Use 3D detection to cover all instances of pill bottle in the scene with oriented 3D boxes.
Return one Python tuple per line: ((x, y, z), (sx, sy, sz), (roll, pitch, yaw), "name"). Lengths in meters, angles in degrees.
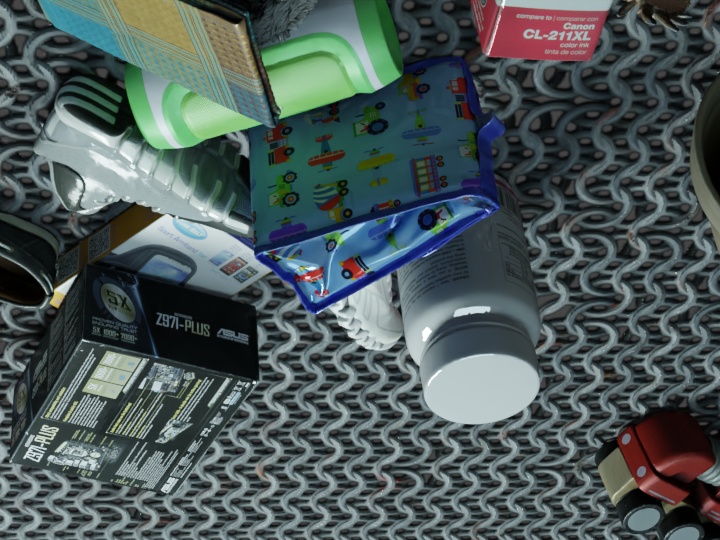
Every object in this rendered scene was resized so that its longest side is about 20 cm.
((0.089, 0.020, 1.392), (0.113, 0.200, 0.114), (-3, 139, -3), "pill bottle")

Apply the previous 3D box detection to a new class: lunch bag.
((0.018, -0.082, 1.304), (0.200, 0.151, 0.094), (-24, 137, 20), "lunch bag")

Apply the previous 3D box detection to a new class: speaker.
((-0.073, -0.154, 1.260), (0.199, 0.089, 0.089), (-16, 139, 11), "speaker")

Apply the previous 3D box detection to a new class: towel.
((-0.151, -0.177, 1.166), (0.200, 0.022, 0.147), (26, 162, 17), "towel")

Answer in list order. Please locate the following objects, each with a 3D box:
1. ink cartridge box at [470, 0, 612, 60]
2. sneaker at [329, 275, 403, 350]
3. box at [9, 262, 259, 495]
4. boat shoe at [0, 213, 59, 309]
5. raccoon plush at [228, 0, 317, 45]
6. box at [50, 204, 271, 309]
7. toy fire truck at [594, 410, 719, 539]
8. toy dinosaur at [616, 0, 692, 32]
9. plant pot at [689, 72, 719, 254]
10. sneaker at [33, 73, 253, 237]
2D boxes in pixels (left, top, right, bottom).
((0.131, -0.262, 1.112), (0.083, 0.146, 0.200), (2, 139, -12), "ink cartridge box")
((0.000, 0.000, 1.463), (0.081, 0.075, 0.200), (-29, 138, 8), "sneaker")
((-0.203, 0.101, 1.481), (0.163, 0.086, 0.200), (14, 137, -22), "box")
((-0.347, -0.022, 1.394), (0.200, 0.068, 0.072), (20, 135, -25), "boat shoe")
((-0.077, -0.234, 1.196), (0.200, 0.134, 0.097), (-17, 134, -39), "raccoon plush")
((-0.168, -0.007, 1.453), (0.200, 0.042, 0.119), (-30, 134, 29), "box")
((0.373, 0.205, 1.717), (0.176, 0.129, 0.200), (28, 117, -32), "toy fire truck")
((0.216, -0.241, 1.171), (0.135, 0.086, 0.200), (-36, 145, 15), "toy dinosaur")
((0.363, -0.062, 1.361), (0.199, 0.201, 0.174), (-7, 155, 1), "plant pot")
((-0.174, -0.071, 1.350), (0.200, 0.075, 0.115), (33, 133, -15), "sneaker")
